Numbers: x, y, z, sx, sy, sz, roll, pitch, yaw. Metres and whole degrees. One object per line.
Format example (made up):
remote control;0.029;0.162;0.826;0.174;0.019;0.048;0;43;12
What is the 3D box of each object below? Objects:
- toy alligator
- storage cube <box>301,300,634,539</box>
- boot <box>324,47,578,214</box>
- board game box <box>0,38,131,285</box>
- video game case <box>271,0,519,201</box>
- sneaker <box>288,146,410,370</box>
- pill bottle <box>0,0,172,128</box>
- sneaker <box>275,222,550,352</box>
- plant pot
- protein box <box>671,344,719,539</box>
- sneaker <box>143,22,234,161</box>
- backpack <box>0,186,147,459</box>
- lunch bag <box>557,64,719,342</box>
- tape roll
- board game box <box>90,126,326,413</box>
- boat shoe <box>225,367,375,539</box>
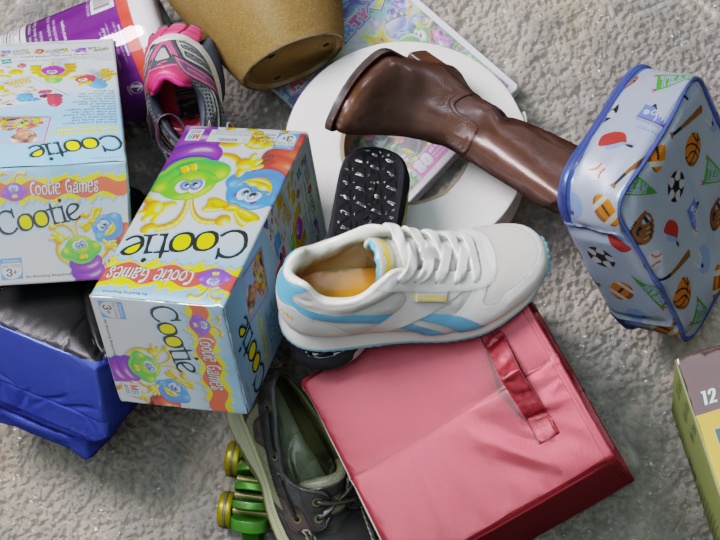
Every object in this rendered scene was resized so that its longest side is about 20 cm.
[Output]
toy alligator;-0.080;0.146;1.521;0.059;0.054;0.201;6;77;10
storage cube;0.084;0.122;1.430;0.179;0.200;0.172;-31;74;6
boot;0.090;-0.093;1.434;0.200;0.186;0.064;37;121;16
board game box;-0.234;-0.087;1.456;0.104;0.104;0.200;-3;33;-8
video game case;0.016;-0.167;1.603;0.200;0.018;0.143;43;86;16
sneaker;0.000;0.000;1.423;0.071;0.083;0.201;14;59;9
pill bottle;-0.250;-0.160;1.595;0.199;0.112;0.113;-21;74;4
sneaker;0.039;0.005;1.324;0.199;0.081;0.077;-13;61;-6
plant pot;-0.095;-0.258;1.562;0.185;0.186;0.201;-23;77;2
protein box;0.323;0.158;1.380;0.134;0.199;0.201;-17;74;4
sneaker;-0.135;-0.098;1.535;0.080;0.201;0.075;-14;32;12
backpack;-0.220;0.034;1.518;0.162;0.168;0.200;23;47;13
lunch bag;0.235;-0.051;1.448;0.075;0.200;0.161;13;60;37
tape roll;0.038;-0.093;1.531;0.201;0.037;0.204;0;64;1
board game box;-0.107;-0.005;1.391;0.102;0.105;0.201;4;41;17
boat shoe;-0.037;0.168;1.473;0.072;0.066;0.202;-29;92;-34
